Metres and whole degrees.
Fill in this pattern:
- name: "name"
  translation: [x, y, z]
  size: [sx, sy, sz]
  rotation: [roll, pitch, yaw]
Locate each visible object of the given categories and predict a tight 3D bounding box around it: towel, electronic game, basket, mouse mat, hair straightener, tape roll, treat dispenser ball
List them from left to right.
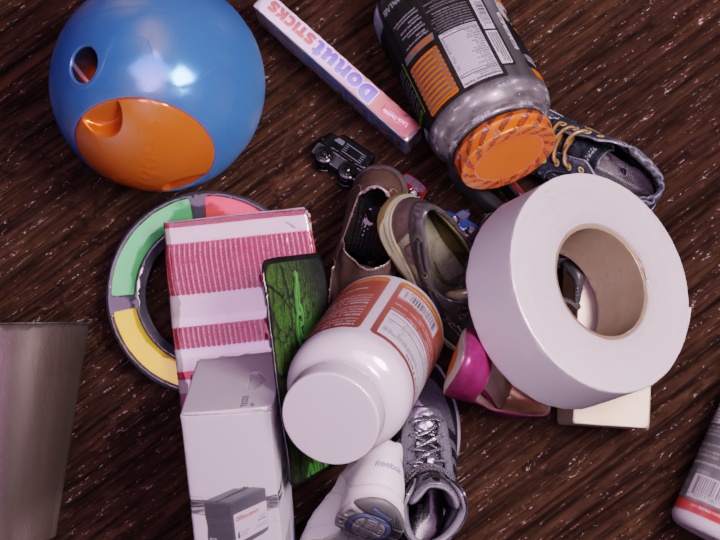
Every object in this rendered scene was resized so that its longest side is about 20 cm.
- name: "basket"
  translation: [-0.340, 0.150, 1.468]
  size: [0.180, 0.136, 0.201]
  rotation: [-2, 87, 4]
- name: "treat dispenser ball"
  translation: [-0.189, -0.174, 1.467]
  size: [0.200, 0.201, 0.202]
  rotation: [0, 83, 0]
- name: "electronic game"
  translation: [-0.147, 0.022, 1.523]
  size: [0.199, 0.042, 0.201]
  rotation: [0, 83, 1]
- name: "towel"
  translation: [-0.108, 0.046, 1.494]
  size: [0.143, 0.023, 0.201]
  rotation: [-6, 89, -5]
- name: "mouse mat"
  translation: [-0.049, 0.085, 1.424]
  size: [0.008, 0.161, 0.201]
  rotation: [-6, 92, 17]
- name: "hair straightener"
  translation: [0.140, -0.033, 1.496]
  size: [0.077, 0.041, 0.200]
  rotation: [-32, 65, -10]
- name: "tape roll"
  translation: [0.194, 0.019, 1.394]
  size: [0.202, 0.071, 0.203]
  rotation: [12, 67, -29]

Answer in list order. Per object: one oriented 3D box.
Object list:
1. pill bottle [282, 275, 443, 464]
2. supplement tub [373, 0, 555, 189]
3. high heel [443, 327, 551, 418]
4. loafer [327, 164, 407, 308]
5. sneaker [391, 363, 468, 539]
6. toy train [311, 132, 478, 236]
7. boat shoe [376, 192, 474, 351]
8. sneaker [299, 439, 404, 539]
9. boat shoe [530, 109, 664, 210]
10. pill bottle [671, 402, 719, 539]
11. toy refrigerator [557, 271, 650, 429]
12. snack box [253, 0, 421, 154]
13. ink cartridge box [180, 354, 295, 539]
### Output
- name: "pill bottle"
  translation: [0.000, 0.088, 1.383]
  size: [0.112, 0.200, 0.113]
  rotation: [6, 112, 14]
- name: "supplement tub"
  translation: [0.100, -0.183, 1.479]
  size: [0.122, 0.123, 0.200]
  rotation: [-22, 64, -2]
- name: "high heel"
  translation: [0.129, 0.103, 1.431]
  size: [0.096, 0.200, 0.068]
  rotation: [19, 78, 9]
- name: "loafer"
  translation: [0.000, 0.000, 1.495]
  size: [0.073, 0.071, 0.201]
  rotation: [5, 98, 8]
- name: "sneaker"
  translation: [0.064, 0.178, 1.463]
  size: [0.075, 0.114, 0.201]
  rotation: [1, 84, -7]
- name: "toy train"
  translation: [0.042, -0.072, 1.539]
  size: [0.200, 0.034, 0.046]
  rotation: [34, 74, 5]
- name: "boat shoe"
  translation: [0.088, 0.013, 1.467]
  size: [0.072, 0.066, 0.201]
  rotation: [-44, 118, -18]
- name: "sneaker"
  translation: [0.000, 0.216, 1.433]
  size: [0.074, 0.200, 0.087]
  rotation: [23, 59, -12]
- name: "boat shoe"
  translation: [0.201, -0.117, 1.512]
  size: [0.200, 0.091, 0.071]
  rotation: [27, 84, 4]
- name: "pill bottle"
  translation: [0.380, 0.165, 1.464]
  size: [0.116, 0.116, 0.201]
  rotation: [26, 84, 3]
- name: "toy refrigerator"
  translation: [0.234, 0.049, 1.505]
  size: [0.076, 0.070, 0.201]
  rotation: [4, 84, -6]
- name: "snack box"
  translation: [-0.022, -0.191, 1.532]
  size: [0.200, 0.072, 0.024]
  rotation: [42, 86, 5]
- name: "ink cartridge box"
  translation: [-0.107, 0.193, 1.418]
  size: [0.083, 0.145, 0.201]
  rotation: [-3, 106, 1]
